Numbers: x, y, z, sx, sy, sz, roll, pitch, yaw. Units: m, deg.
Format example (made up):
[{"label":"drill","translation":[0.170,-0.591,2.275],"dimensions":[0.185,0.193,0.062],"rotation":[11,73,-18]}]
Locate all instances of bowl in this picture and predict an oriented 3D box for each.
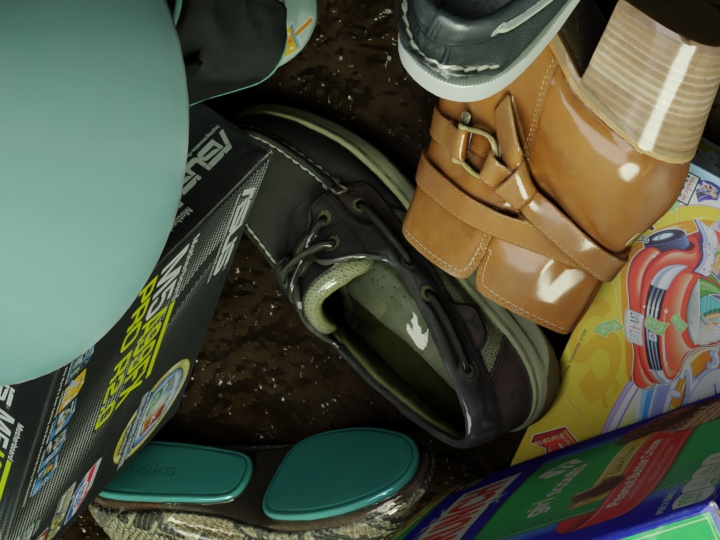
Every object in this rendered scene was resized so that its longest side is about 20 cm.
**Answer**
[{"label":"bowl","translation":[-0.174,-0.056,0.887],"dimensions":[0.199,0.105,0.203],"rotation":[0,89,31]}]

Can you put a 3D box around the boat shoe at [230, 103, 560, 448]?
[{"label":"boat shoe","translation":[0.000,0.001,1.053],"dimensions":[0.201,0.066,0.072],"rotation":[43,126,17]}]

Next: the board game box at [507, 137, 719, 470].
[{"label":"board game box","translation":[0.153,0.056,1.037],"dimensions":[0.134,0.034,0.201],"rotation":[28,118,12]}]

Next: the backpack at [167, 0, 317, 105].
[{"label":"backpack","translation":[-0.117,-0.159,1.002],"dimensions":[0.175,0.153,0.202],"rotation":[-18,80,31]}]

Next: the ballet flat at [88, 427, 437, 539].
[{"label":"ballet flat","translation":[-0.039,0.116,1.137],"dimensions":[0.199,0.068,0.076],"rotation":[-5,129,31]}]

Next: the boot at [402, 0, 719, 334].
[{"label":"boot","translation":[0.053,-0.083,1.004],"dimensions":[0.199,0.077,0.156],"rotation":[36,124,16]}]

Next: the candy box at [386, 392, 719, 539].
[{"label":"candy box","translation":[0.094,0.121,0.970],"dimensions":[0.199,0.169,0.078],"rotation":[-23,95,29]}]

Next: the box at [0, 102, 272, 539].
[{"label":"box","translation":[-0.121,0.042,1.052],"dimensions":[0.044,0.160,0.201],"rotation":[35,138,10]}]

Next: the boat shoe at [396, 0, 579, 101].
[{"label":"boat shoe","translation":[0.084,-0.154,0.911],"dimensions":[0.075,0.060,0.201],"rotation":[28,73,8]}]
